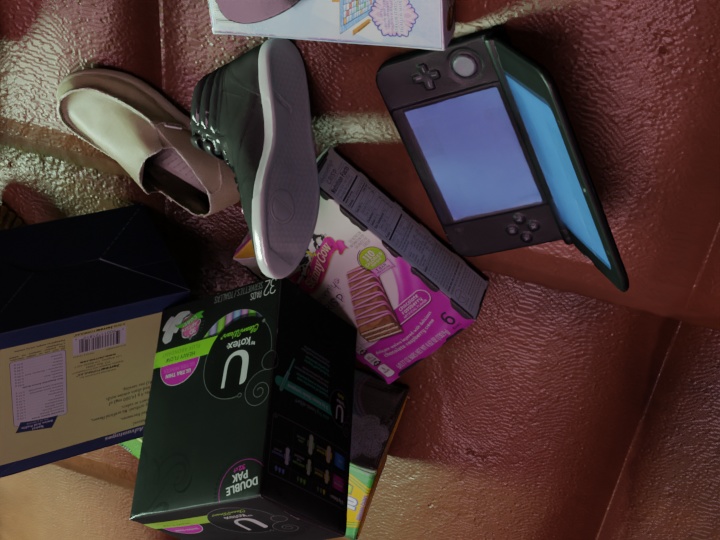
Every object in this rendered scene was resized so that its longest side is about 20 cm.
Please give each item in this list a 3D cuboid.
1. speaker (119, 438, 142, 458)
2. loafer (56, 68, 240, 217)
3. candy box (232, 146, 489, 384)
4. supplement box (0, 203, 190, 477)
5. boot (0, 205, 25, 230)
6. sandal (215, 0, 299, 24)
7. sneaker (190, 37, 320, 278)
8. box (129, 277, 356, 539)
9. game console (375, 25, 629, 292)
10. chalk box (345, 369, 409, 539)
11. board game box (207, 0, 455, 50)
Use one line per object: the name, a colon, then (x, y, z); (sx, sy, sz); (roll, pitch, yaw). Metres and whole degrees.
speaker: (-0.243, 0.169, 1.214); (0.199, 0.089, 0.088); (37, 131, -10)
loafer: (-0.193, -0.115, 0.974); (0.199, 0.068, 0.076); (27, 132, -1)
candy box: (0.000, 0.000, 0.996); (0.200, 0.061, 0.136); (40, 131, -11)
supplement box: (-0.287, 0.068, 1.052); (0.135, 0.199, 0.201); (55, 146, 37)
boot: (-0.389, 0.011, 1.155); (0.107, 0.075, 0.201); (-10, 124, 34)
sandal: (-0.039, -0.239, 0.772); (0.199, 0.045, 0.075); (-22, 116, 34)
sneaker: (-0.094, -0.089, 0.911); (0.099, 0.070, 0.202); (-8, 81, 38)
box: (-0.098, 0.131, 0.945); (0.148, 0.201, 0.124); (-16, 145, 31)
game console: (0.109, -0.077, 0.853); (0.175, 0.117, 0.201); (-11, 122, 28)
chalk box: (-0.069, 0.169, 1.118); (0.199, 0.125, 0.124); (20, 132, 7)
board game box: (-0.029, -0.270, 0.802); (0.198, 0.041, 0.201); (8, 129, 16)
